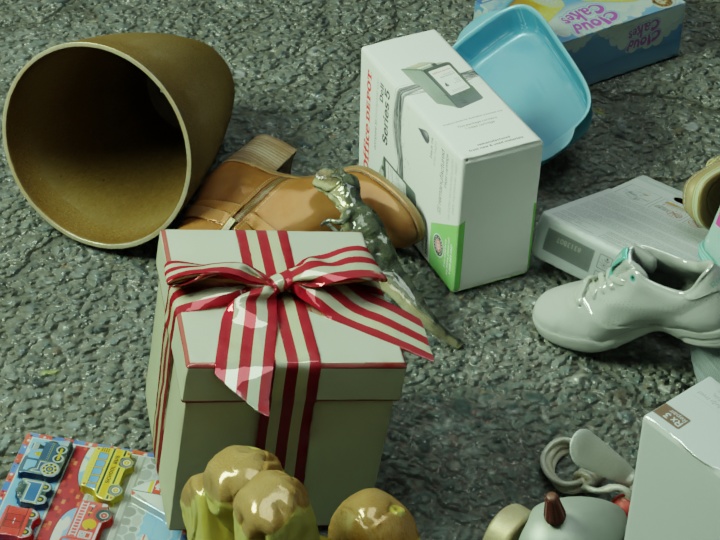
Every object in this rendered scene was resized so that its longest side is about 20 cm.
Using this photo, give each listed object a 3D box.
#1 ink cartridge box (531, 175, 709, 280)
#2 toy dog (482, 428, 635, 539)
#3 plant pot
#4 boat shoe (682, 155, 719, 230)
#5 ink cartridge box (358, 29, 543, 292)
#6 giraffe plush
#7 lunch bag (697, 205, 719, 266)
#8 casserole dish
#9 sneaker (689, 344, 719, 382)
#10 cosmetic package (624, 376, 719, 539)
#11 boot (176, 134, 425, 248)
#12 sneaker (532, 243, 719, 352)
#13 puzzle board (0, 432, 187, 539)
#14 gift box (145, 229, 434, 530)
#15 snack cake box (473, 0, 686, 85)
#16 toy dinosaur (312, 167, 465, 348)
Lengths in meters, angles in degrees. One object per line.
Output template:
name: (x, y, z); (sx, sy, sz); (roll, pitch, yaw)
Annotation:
ink cartridge box: (0.272, -0.021, 1.638); (0.162, 0.057, 0.199); (27, 23, 28)
toy dog: (0.175, 0.168, 1.329); (0.131, 0.097, 0.200); (18, 40, 18)
plant pot: (-0.197, -0.144, 1.653); (0.185, 0.188, 0.200); (15, 27, 15)
boat shoe: (0.352, -0.077, 1.672); (0.066, 0.075, 0.199); (18, 19, 42)
ink cartridge box: (0.076, -0.102, 1.627); (0.083, 0.146, 0.200); (-15, 41, -21)
giraffe plush: (-0.016, 0.209, 1.208); (0.161, 0.202, 0.172); (-9, 15, -23)
lunch bag: (0.392, 0.005, 1.534); (0.199, 0.077, 0.161); (1, 39, -34)
casserole dish: (0.156, -0.173, 1.764); (0.121, 0.039, 0.201); (-35, 50, 11)
sneaker: (0.336, 0.103, 1.462); (0.070, 0.073, 0.201); (4, 38, -31)
cosmetic package: (0.238, 0.184, 1.229); (0.074, 0.201, 0.102); (-25, 46, -32)
boot: (-0.057, -0.031, 1.599); (0.199, 0.074, 0.155); (21, 49, 20)
sneaker: (0.221, 0.014, 1.489); (0.199, 0.089, 0.076); (-4, 47, 37)
puzzle board: (-0.204, 0.197, 1.328); (0.149, 0.017, 0.201); (8, 39, 6)
gift box: (-0.059, 0.079, 1.341); (0.183, 0.188, 0.200); (-3, 37, -19)
snack cake box: (0.229, -0.255, 1.900); (0.199, 0.068, 0.115); (-21, 43, -27)
toy dinosaur: (0.000, 0.000, 1.536); (0.088, 0.048, 0.201); (-30, 77, -14)
